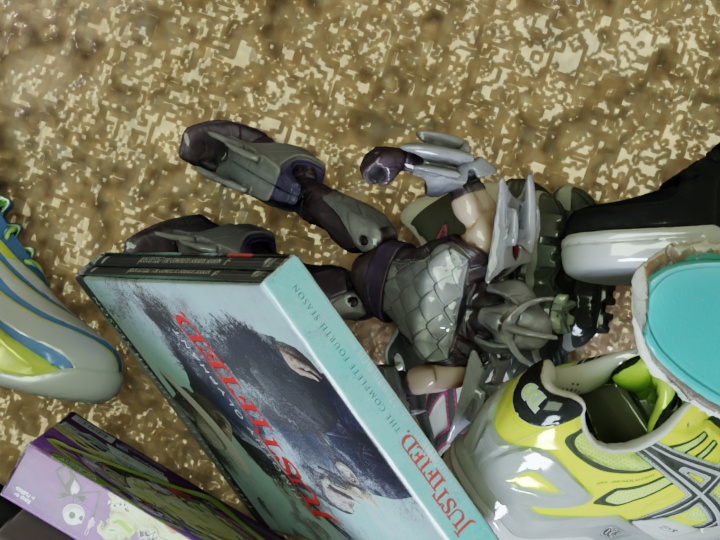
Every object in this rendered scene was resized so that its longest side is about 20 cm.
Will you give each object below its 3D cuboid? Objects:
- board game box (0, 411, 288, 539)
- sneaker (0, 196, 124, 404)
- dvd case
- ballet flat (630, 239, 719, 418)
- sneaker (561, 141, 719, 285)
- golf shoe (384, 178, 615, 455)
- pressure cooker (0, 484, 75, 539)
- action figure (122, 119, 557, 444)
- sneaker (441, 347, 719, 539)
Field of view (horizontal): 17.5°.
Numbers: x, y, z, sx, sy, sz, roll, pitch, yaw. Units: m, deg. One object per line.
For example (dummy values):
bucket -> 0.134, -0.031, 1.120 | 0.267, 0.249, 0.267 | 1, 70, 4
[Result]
board game box -> -0.047, 0.124, 0.956 | 0.200, 0.120, 0.032 | 31, 88, 0
sneaker -> -0.179, -0.021, 1.029 | 0.199, 0.076, 0.105 | 26, 92, 9
dvd case -> -0.033, 0.054, 0.931 | 0.022, 0.200, 0.146 | -41, 108, -19
ballet flat -> 0.186, 0.033, 0.910 | 0.199, 0.072, 0.072 | 17, 91, -16
sneaker -> 0.172, -0.058, 0.971 | 0.199, 0.073, 0.112 | -6, 84, -13
golf shoe -> 0.057, 0.061, 1.004 | 0.088, 0.077, 0.201 | 4, 89, 31
pressure cooker -> -0.144, 0.182, 0.969 | 0.200, 0.176, 0.179 | 29, 89, 5
action figure -> 0.000, 0.000, 0.967 | 0.200, 0.069, 0.131 | 21, 96, 35
sneaker -> 0.128, 0.068, 0.933 | 0.076, 0.199, 0.077 | 58, 136, 30
